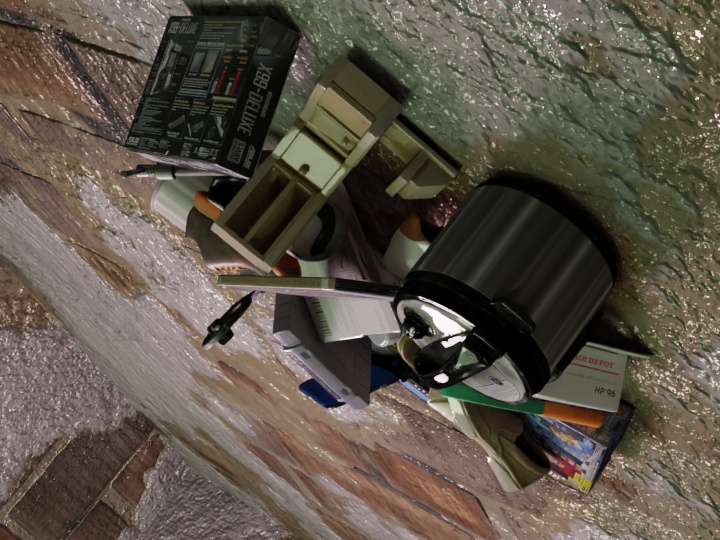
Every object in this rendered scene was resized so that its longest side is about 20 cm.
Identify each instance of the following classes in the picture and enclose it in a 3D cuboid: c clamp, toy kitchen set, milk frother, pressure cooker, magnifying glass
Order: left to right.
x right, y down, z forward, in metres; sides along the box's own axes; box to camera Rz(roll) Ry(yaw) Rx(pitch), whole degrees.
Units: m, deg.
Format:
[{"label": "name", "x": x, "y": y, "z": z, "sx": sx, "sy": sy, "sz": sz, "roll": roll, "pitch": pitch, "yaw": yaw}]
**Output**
[{"label": "milk frother", "x": -0.196, "y": -0.028, "z": 1.720, "sx": 0.188, "sy": 0.200, "sz": 0.181, "roll": 36, "pitch": 154, "yaw": 10}, {"label": "c clamp", "x": -0.157, "y": -0.117, "z": 1.493, "sx": 0.199, "sy": 0.027, "sz": 0.171, "roll": -2, "pitch": -167, "yaw": 2}, {"label": "toy kitchen set", "x": -0.025, "y": -0.077, "z": 1.328, "sx": 0.163, "sy": 0.181, "sz": 0.200, "roll": 39, "pitch": 166, "yaw": -3}, {"label": "pressure cooker", "x": 0.128, "y": 0.033, "z": 1.264, "sx": 0.178, "sy": 0.200, "sz": 0.176, "roll": 25, "pitch": 156, "yaw": 34}, {"label": "magnifying glass", "x": 0.181, "y": 0.150, "z": 1.459, "sx": 0.199, "sy": 0.022, "sz": 0.080, "roll": 11, "pitch": 177, "yaw": -22}]

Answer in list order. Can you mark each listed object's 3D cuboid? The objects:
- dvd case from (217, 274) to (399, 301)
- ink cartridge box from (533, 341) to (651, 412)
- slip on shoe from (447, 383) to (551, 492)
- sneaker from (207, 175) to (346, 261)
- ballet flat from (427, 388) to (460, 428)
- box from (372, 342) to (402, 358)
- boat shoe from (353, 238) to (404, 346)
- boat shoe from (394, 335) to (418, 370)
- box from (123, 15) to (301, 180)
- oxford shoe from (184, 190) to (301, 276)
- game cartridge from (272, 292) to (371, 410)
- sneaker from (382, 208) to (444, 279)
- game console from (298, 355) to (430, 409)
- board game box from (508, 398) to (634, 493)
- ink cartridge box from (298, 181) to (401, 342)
[{"label": "dvd case", "x": -0.038, "y": 0.020, "z": 1.429, "sx": 0.148, "sy": 0.016, "sz": 0.200, "roll": 9, "pitch": 175, "yaw": -42}, {"label": "ink cartridge box", "x": 0.206, "y": 0.107, "z": 1.425, "sx": 0.116, "sy": 0.068, "sz": 0.200, "roll": 14, "pitch": 175, "yaw": -30}, {"label": "slip on shoe", "x": 0.167, "y": 0.189, "z": 1.586, "sx": 0.060, "sy": 0.076, "sz": 0.200, "roll": -20, "pitch": 118, "yaw": 22}, {"label": "sneaker", "x": -0.102, "y": -0.063, "z": 1.490, "sx": 0.088, "sy": 0.076, "sz": 0.200, "roll": 18, "pitch": -179, "yaw": -44}, {"label": "ballet flat", "x": 0.117, "y": 0.139, "z": 1.665, "sx": 0.075, "sy": 0.068, "sz": 0.200, "roll": -7, "pitch": 131, "yaw": 3}, {"label": "box", "x": -0.011, "y": 0.041, "z": 1.794, "sx": 0.200, "sy": 0.040, "sz": 0.137, "roll": 46, "pitch": 161, "yaw": -20}, {"label": "boat shoe", "x": 0.000, "y": 0.000, "z": 1.629, "sx": 0.200, "sy": 0.067, "sz": 0.074, "roll": 60, "pitch": 145, "yaw": 6}, {"label": "boat shoe", "x": 0.101, "y": 0.113, "z": 1.718, "sx": 0.200, "sy": 0.073, "sz": 0.065, "roll": 50, "pitch": -176, "yaw": -48}, {"label": "box", "x": -0.159, "y": -0.185, "z": 1.368, "sx": 0.050, "sy": 0.158, "sz": 0.200, "roll": 22, "pitch": 175, "yaw": -38}, {"label": "oxford shoe", "x": -0.144, "y": -0.022, "z": 1.590, "sx": 0.071, "sy": 0.073, "sz": 0.200, "roll": 14, "pitch": -162, "yaw": -46}, {"label": "game cartridge", "x": -0.047, "y": 0.080, "z": 1.667, "sx": 0.038, "sy": 0.130, "sz": 0.200, "roll": -14, "pitch": 140, "yaw": 27}, {"label": "sneaker", "x": 0.129, "y": -0.002, "z": 1.390, "sx": 0.200, "sy": 0.085, "sz": 0.073, "roll": 23, "pitch": -154, "yaw": -6}, {"label": "game console", "x": 0.029, "y": 0.182, "z": 1.852, "sx": 0.171, "sy": 0.118, "sz": 0.200, "roll": 39, "pitch": 174, "yaw": -15}, {"label": "board game box", "x": 0.224, "y": 0.170, "z": 1.614, "sx": 0.200, "sy": 0.062, "sz": 0.200, "roll": 35, "pitch": 161, "yaw": 16}, {"label": "ink cartridge box", "x": -0.022, "y": -0.018, "z": 1.547, "sx": 0.176, "sy": 0.045, "sz": 0.200, "roll": -10, "pitch": 103, "yaw": 56}]
